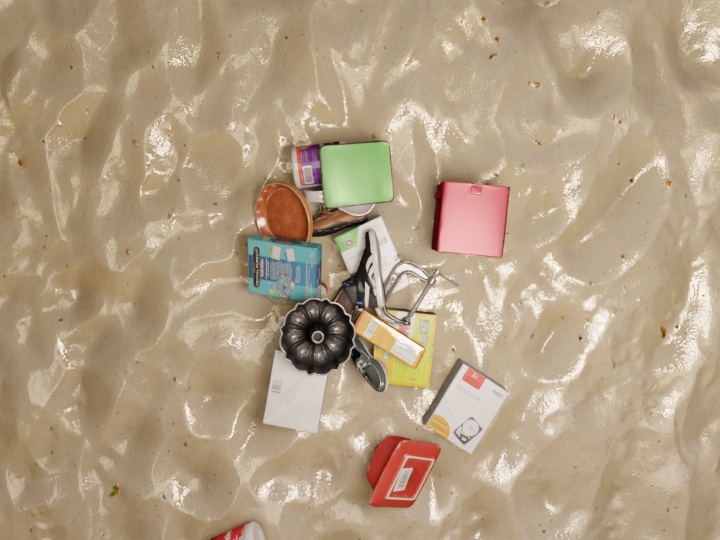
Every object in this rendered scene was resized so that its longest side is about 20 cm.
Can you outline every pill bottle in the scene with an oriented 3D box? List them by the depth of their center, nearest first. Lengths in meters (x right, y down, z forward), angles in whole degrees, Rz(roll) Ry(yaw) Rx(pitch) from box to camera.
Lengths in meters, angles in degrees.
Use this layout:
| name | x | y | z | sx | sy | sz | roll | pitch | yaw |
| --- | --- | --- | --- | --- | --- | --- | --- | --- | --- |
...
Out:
| name | x | y | z | sx | sy | sz | roll | pitch | yaw |
| --- | --- | --- | --- | --- | --- | --- | --- | --- | --- |
| pill bottle | -0.083 | -0.287 | 1.617 | 0.195 | 0.111 | 0.114 | -7 | 93 | -1 |
| pill bottle | -0.372 | 0.799 | 1.692 | 0.197 | 0.112 | 0.114 | -23 | 93 | 3 |

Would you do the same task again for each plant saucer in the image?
| name | x | y | z | sx | sy | sz | roll | pitch | yaw |
| --- | --- | --- | --- | --- | --- | --- | --- | --- | --- |
| plant saucer | -0.205 | -0.140 | 1.626 | 0.197 | 0.032 | 0.204 | 15 | 116 | 33 |

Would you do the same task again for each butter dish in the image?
| name | x | y | z | sx | sy | sz | roll | pitch | yaw |
| --- | --- | --- | --- | --- | --- | --- | --- | --- | --- |
| butter dish | 0.093 | 0.532 | 1.655 | 0.198 | 0.147 | 0.203 | 23 | 96 | -44 |

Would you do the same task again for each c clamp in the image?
| name | x | y | z | sx | sy | sz | roll | pitch | yaw |
| --- | --- | --- | --- | --- | --- | --- | --- | --- | --- |
| c clamp | 0.138 | 0.067 | 1.597 | 0.170 | 0.027 | 0.201 | 37 | 96 | -5 |

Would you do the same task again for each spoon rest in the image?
| name | x | y | z | sx | sy | sz | roll | pitch | yaw |
| --- | --- | --- | --- | --- | --- | --- | --- | --- | --- |
| spoon rest | -0.055 | -0.195 | 1.591 | 0.195 | 0.061 | 0.102 | -1 | 98 | -3 |

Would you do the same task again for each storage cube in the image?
| name | x | y | z | sx | sy | sz | roll | pitch | yaw |
| --- | --- | --- | --- | --- | --- | --- | --- | --- | --- |
| storage cube | 0.288 | -0.133 | 1.587 | 0.195 | 0.171 | 0.184 | 6 | 94 | 1 |

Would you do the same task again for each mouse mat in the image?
| name | x | y | z | sx | sy | sz | roll | pitch | yaw |
| --- | --- | --- | --- | --- | --- | --- | --- | --- | --- |
| mouse mat | -0.008 | -0.252 | 1.573 | 0.196 | 0.008 | 0.165 | -8 | 99 | -17 |

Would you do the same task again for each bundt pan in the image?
| name | x | y | z | sx | sy | sz | roll | pitch | yaw |
| --- | --- | --- | --- | --- | --- | --- | --- | --- | --- |
| bundt pan | -0.114 | 0.165 | 1.556 | 0.197 | 0.076 | 0.207 | -1 | 97 | -8 |

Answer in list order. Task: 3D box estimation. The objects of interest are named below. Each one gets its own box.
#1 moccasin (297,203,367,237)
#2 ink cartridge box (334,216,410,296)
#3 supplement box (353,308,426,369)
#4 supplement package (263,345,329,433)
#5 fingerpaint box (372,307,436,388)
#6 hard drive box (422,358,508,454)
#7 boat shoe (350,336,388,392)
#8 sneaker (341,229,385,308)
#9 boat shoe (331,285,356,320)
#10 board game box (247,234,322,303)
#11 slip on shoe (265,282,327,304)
| name | x | y | z | sx | sy | sz | roll | pitch | yaw |
| --- | --- | --- | --- | --- | --- | --- | --- | --- | --- |
| moccasin | -0.081 | -0.146 | 1.648 | 0.198 | 0.074 | 0.079 | -18 | 79 | 6 |
| ink cartridge box | 0.033 | -0.027 | 1.644 | 0.144 | 0.084 | 0.203 | -23 | 94 | 3 |
| supplement box | 0.076 | 0.181 | 1.592 | 0.198 | 0.067 | 0.069 | 34 | 91 | -1 |
| supplement package | -0.172 | 0.322 | 1.658 | 0.152 | 0.111 | 0.204 | 11 | 93 | 0 |
| fingerpaint box | 0.118 | 0.210 | 1.662 | 0.163 | 0.073 | 0.205 | 5 | 93 | 1 |
| hard drive box | 0.290 | 0.375 | 1.666 | 0.154 | 0.077 | 0.202 | 30 | 93 | -1 |
| boat shoe | 0.006 | 0.254 | 1.616 | 0.061 | 0.201 | 0.074 | 3 | 124 | -36 |
| sneaker | 0.000 | 0.000 | 1.569 | 0.109 | 0.073 | 0.205 | -7 | 89 | 10 |
| boat shoe | -0.059 | 0.135 | 1.659 | 0.073 | 0.075 | 0.206 | 18 | 91 | 1 |
| board game box | -0.202 | -0.005 | 1.601 | 0.196 | 0.047 | 0.154 | 9 | 110 | 15 |
| slip on shoe | -0.182 | 0.054 | 1.671 | 0.196 | 0.061 | 0.076 | 3 | 108 | 15 |
